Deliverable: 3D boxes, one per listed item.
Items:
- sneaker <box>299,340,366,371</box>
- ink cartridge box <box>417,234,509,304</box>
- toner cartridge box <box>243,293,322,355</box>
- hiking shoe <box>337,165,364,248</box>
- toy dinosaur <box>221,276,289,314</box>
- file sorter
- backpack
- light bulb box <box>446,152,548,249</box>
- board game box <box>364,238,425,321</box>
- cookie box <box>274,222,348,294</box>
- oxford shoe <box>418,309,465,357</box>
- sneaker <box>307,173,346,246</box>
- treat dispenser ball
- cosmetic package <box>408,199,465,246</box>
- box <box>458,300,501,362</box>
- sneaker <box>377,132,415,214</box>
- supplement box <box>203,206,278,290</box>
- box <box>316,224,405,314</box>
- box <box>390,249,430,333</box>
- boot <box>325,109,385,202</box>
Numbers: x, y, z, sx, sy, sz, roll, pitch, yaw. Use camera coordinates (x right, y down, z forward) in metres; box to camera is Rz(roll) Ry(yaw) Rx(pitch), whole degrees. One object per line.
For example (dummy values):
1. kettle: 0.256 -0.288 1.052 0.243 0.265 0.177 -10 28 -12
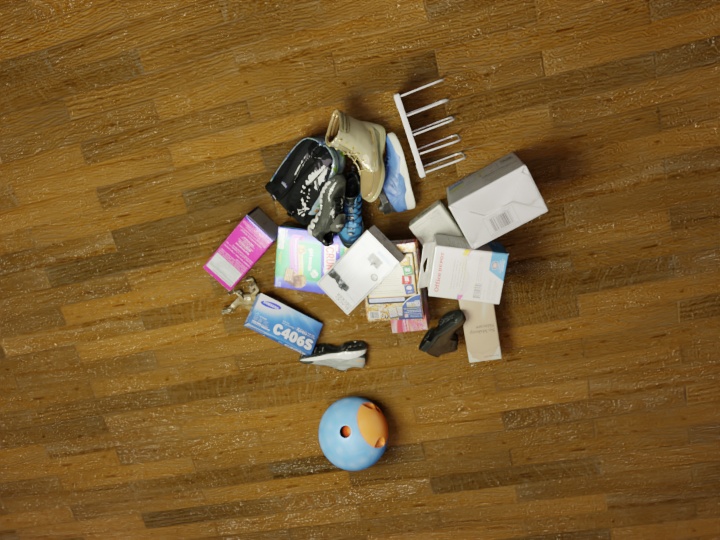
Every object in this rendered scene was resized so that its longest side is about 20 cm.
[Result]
1. sneaker: -0.079 0.254 1.693 0.198 0.074 0.080 -4 112 9
2. ink cartridge box: 0.244 -0.008 1.457 0.198 0.125 0.130 8 107 1
3. toner cartridge box: -0.211 0.151 1.642 0.199 0.043 0.096 28 66 -18
4. hiking shoe: -0.030 -0.157 1.512 0.074 0.087 0.202 -1 80 7
5. toy dinosaur: -0.302 0.074 1.685 0.198 0.058 0.102 -8 122 6
6. file sorter: 0.169 -0.347 1.436 0.124 0.139 0.202 -18 104 9
7. backpack: -0.126 -0.247 1.505 0.163 0.153 0.201 42 131 15
8. light bulb box: 0.322 -0.173 1.436 0.197 0.200 0.125 -27 104 15
9. board game box: 0.080 0.026 1.511 0.150 0.046 0.202 -3 106 13
10. cookie box: -0.124 -0.031 1.606 0.198 0.075 0.173 8 107 4
11. oxford shoe: 0.239 0.172 1.599 0.084 0.073 0.200 31 142 -2
12. sneaker: -0.065 -0.141 1.466 0.091 0.066 0.201 48 130 29
13. treat dispenser ball: -0.019 0.461 1.681 0.199 0.201 0.203 2 108 7
14. cosmetic package: 0.224 -0.072 1.547 0.103 0.073 0.201 -35 101 15
15. box: 0.320 0.137 1.598 0.094 0.078 0.202 -11 106 11
16. sneaker: 0.065 -0.241 1.513 0.110 0.077 0.201 -15 112 2
17. supplement box: -0.318 -0.058 1.610 0.103 0.101 0.200 43 109 -8
18. box: 0.000 0.000 1.465 0.117 0.060 0.200 46 114 -1
19. box: 0.123 0.055 1.588 0.102 0.095 0.202 -6 106 11
20. boot: -0.014 -0.277 1.440 0.072 0.155 0.202 -4 78 50
